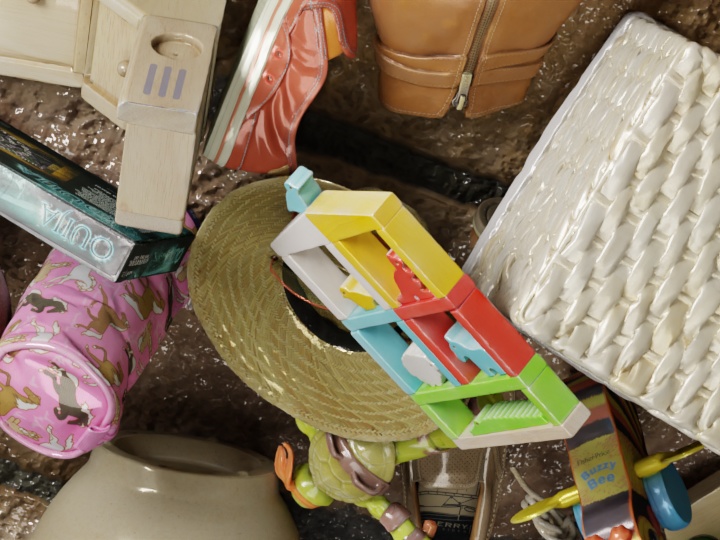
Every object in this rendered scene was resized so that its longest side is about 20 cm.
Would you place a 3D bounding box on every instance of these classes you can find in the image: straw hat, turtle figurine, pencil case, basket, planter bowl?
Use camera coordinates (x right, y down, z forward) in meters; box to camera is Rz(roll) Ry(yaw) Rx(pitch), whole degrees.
[{"bbox_3d":[0.000,0.000,1.699,0.200,0.085,0.202,17,135,17],"label":"straw hat"},{"bbox_3d":[0.001,0.099,1.775,0.161,0.064,0.201,-39,82,28],"label":"turtle figurine"},{"bbox_3d":[-0.155,0.029,1.693,0.086,0.200,0.083,5,121,14],"label":"pencil case"},{"bbox_3d":[0.195,-0.015,1.621,0.198,0.161,0.201,32,92,-11],"label":"basket"},{"bbox_3d":[-0.119,0.179,1.816,0.199,0.200,0.136,10,98,-3],"label":"planter bowl"}]

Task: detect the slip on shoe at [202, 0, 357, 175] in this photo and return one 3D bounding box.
[{"bbox_3d":[-0.027,-0.145,1.623,0.061,0.074,0.201,22,99,-7],"label":"slip on shoe"}]

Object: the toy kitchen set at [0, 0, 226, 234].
[{"bbox_3d":[-0.176,-0.151,1.586,0.199,0.181,0.164,9,123,-2],"label":"toy kitchen set"}]

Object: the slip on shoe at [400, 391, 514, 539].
[{"bbox_3d":[0.057,0.116,1.824,0.075,0.061,0.201,5,124,0],"label":"slip on shoe"}]

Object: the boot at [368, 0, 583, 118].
[{"bbox_3d":[0.103,-0.151,1.635,0.199,0.077,0.156,-3,133,-9],"label":"boot"}]

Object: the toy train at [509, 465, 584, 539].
[{"bbox_3d":[0.119,0.205,1.877,0.115,0.085,0.200,-26,120,35],"label":"toy train"}]

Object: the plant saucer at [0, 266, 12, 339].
[{"bbox_3d":[-0.264,-0.017,1.709,0.037,0.200,0.201,-35,125,-24],"label":"plant saucer"}]

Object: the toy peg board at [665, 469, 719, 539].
[{"bbox_3d":[0.309,0.207,1.831,0.199,0.098,0.199,-33,116,14],"label":"toy peg board"}]

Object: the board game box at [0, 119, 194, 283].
[{"bbox_3d":[-0.199,-0.056,1.630,0.199,0.135,0.028,31,98,9],"label":"board game box"}]

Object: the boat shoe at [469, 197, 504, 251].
[{"bbox_3d":[0.149,0.025,1.749,0.199,0.072,0.068,26,128,-8],"label":"boat shoe"}]

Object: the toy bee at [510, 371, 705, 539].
[{"bbox_3d":[0.165,0.144,1.748,0.131,0.200,0.109,-44,156,11],"label":"toy bee"}]

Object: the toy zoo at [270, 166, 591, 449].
[{"bbox_3d":[0.027,0.020,1.591,0.200,0.020,0.131,47,156,-15],"label":"toy zoo"}]
